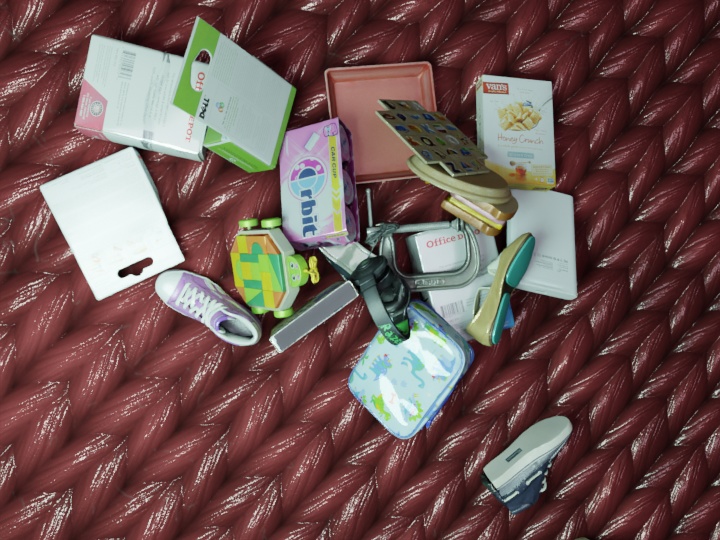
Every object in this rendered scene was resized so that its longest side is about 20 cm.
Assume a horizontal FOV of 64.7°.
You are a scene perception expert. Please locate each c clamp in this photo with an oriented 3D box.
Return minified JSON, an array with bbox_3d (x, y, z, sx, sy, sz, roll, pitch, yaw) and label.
[{"bbox_3d":[0.103,-0.048,0.951,0.195,0.027,0.176,1,94,7],"label":"c clamp"}]

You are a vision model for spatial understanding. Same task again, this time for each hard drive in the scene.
[{"bbox_3d":[0.330,-0.056,1.039,0.129,0.027,0.205,11,67,-10],"label":"hard drive"}]

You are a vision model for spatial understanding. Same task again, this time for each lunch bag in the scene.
[{"bbox_3d":[0.085,0.168,0.957,0.160,0.082,0.202,39,108,19],"label":"lunch bag"}]

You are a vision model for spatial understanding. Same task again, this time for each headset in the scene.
[{"bbox_3d":[0.043,0.015,0.882,0.093,0.203,0.124,-27,139,14],"label":"headset"}]

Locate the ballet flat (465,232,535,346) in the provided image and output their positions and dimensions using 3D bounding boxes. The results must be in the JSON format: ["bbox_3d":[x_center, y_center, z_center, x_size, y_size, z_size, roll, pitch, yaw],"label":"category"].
[{"bbox_3d":[0.230,0.024,0.954,0.068,0.062,0.204,32,79,-53],"label":"ballet flat"}]

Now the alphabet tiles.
[{"bbox_3d":[0.119,-0.221,0.933,0.164,0.006,0.201,-14,55,-42],"label":"alphabet tiles"}]

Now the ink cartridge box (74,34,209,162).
[{"bbox_3d":[-0.340,-0.273,0.927,0.195,0.083,0.150,12,88,-9],"label":"ink cartridge box"}]

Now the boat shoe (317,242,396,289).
[{"bbox_3d":[0.000,0.000,0.999,0.199,0.062,0.075,38,86,-6],"label":"boat shoe"}]

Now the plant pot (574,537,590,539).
[{"bbox_3d":[0.405,0.604,1.015,0.196,0.200,0.181,-16,82,-9],"label":"plant pot"}]

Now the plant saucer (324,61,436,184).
[{"bbox_3d":[0.041,-0.261,1.019,0.195,0.037,0.205,-7,91,-11],"label":"plant saucer"}]

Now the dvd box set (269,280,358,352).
[{"bbox_3d":[-0.080,0.069,0.914,0.145,0.200,0.030,-36,93,-8],"label":"dvd box set"}]

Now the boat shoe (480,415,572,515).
[{"bbox_3d":[0.324,0.363,1.059,0.198,0.075,0.094,-35,102,0],"label":"boat shoe"}]

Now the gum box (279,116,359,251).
[{"bbox_3d":[-0.069,-0.134,0.939,0.111,0.066,0.205,-9,77,20],"label":"gum box"}]

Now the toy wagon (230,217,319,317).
[{"bbox_3d":[-0.142,-0.004,0.911,0.039,0.197,0.159,-15,102,-41],"label":"toy wagon"}]

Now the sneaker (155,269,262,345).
[{"bbox_3d":[-0.248,0.059,0.929,0.197,0.114,0.074,28,87,-8],"label":"sneaker"}]

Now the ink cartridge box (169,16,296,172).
[{"bbox_3d":[-0.209,-0.268,0.893,0.198,0.075,0.151,26,72,-44],"label":"ink cartridge box"}]

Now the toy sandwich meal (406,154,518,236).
[{"bbox_3d":[0.164,-0.133,0.940,0.200,0.206,0.072,13,116,-10],"label":"toy sandwich meal"}]

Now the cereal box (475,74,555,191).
[{"bbox_3d":[0.286,-0.253,1.048,0.140,0.040,0.205,2,82,-10],"label":"cereal box"}]

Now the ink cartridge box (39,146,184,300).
[{"bbox_3d":[-0.403,-0.079,0.942,0.159,0.050,0.204,-25,103,-10],"label":"ink cartridge box"}]

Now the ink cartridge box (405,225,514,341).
[{"bbox_3d":[0.176,0.018,1.018,0.141,0.084,0.205,-15,93,-10],"label":"ink cartridge box"}]
